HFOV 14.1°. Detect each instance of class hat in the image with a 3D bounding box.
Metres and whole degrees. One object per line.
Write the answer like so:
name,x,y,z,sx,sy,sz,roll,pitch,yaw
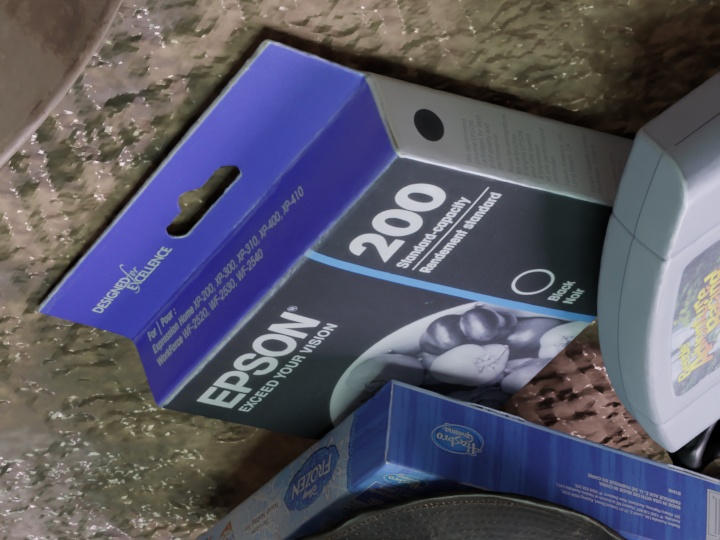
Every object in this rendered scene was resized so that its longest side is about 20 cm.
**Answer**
hat,0.052,0.172,1.248,0.200,0.081,0.201,5,151,3

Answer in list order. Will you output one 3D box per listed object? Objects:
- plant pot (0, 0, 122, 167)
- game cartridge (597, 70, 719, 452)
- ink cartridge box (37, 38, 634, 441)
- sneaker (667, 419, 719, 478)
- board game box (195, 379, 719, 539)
plant pot,-0.193,-0.112,0.876,0.200,0.201,0.175,-26,126,22
game cartridge,0.153,-0.011,1.158,0.133,0.041,0.200,-32,149,-16
ink cartridge box,0.000,0.000,1.184,0.199,0.044,0.198,14,140,-29
sneaker,0.220,0.054,1.275,0.199,0.084,0.077,-10,146,1
board game box,0.053,0.129,1.300,0.199,0.044,0.199,18,149,-21
